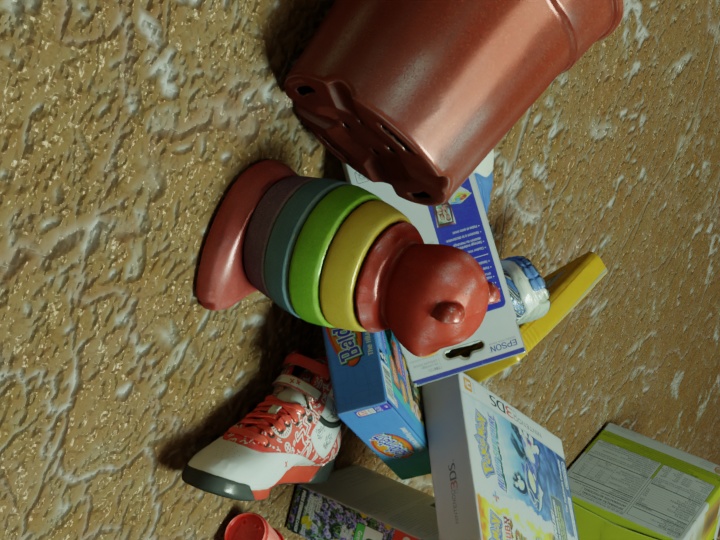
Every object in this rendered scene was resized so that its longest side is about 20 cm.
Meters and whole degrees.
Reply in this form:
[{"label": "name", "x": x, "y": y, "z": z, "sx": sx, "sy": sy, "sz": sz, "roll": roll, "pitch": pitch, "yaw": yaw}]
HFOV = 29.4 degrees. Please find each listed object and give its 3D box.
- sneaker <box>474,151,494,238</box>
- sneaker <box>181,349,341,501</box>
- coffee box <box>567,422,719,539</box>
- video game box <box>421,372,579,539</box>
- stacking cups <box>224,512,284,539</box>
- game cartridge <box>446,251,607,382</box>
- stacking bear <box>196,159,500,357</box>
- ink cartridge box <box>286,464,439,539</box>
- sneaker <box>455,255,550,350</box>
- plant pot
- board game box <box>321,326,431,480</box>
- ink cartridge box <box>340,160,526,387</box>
[{"label": "sneaker", "x": 0.062, "y": -0.038, "z": 1.216, "sx": 0.200, "sy": 0.077, "sz": 0.112, "roll": -37, "pitch": 130, "yaw": -57}, {"label": "sneaker", "x": -0.070, "y": 0.118, "z": 1.097, "sx": 0.201, "sy": 0.067, "sz": 0.108, "roll": 5, "pitch": 101, "yaw": -65}, {"label": "coffee box", "x": 0.398, "y": 0.380, "z": 1.998, "sx": 0.198, "sy": 0.200, "sz": 0.200, "roll": -37, "pitch": 138, "yaw": -47}, {"label": "video game box", "x": 0.127, "y": 0.207, "z": 1.170, "sx": 0.182, "sy": 0.047, "sz": 0.201, "roll": 33, "pitch": 40, "yaw": -43}, {"label": "stacking cups", "x": -0.071, "y": 0.276, "z": 1.213, "sx": 0.061, "sy": 0.060, "sz": 0.200, "roll": -59, "pitch": 150, "yaw": -20}, {"label": "game cartridge", "x": 0.136, "y": 0.065, "z": 1.363, "sx": 0.176, "sy": 0.032, "sz": 0.200, "roll": -34, "pitch": -179, "yaw": 42}, {"label": "stacking bear", "x": 0.000, "y": 0.000, "z": 0.991, "sx": 0.121, "sy": 0.200, "sz": 0.114, "roll": -16, "pitch": 123, "yaw": -57}, {"label": "ink cartridge box", "x": 0.046, "y": 0.241, "z": 1.244, "sx": 0.109, "sy": 0.200, "sz": 0.051, "roll": -6, "pitch": 113, "yaw": -60}, {"label": "sneaker", "x": 0.084, "y": 0.038, "z": 1.253, "sx": 0.085, "sy": 0.077, "sz": 0.200, "roll": -23, "pitch": 175, "yaw": -29}, {"label": "plant pot", "x": 0.057, "y": -0.167, "z": 1.014, "sx": 0.195, "sy": 0.200, "sz": 0.201, "roll": -53, "pitch": 150, "yaw": -12}, {"label": "board game box", "x": 0.016, "y": 0.076, "z": 1.151, "sx": 0.200, "sy": 0.045, "sz": 0.153, "roll": 54, "pitch": 23, "yaw": -61}, {"label": "ink cartridge box", "x": 0.057, "y": -0.016, "z": 1.100, "sx": 0.039, "sy": 0.099, "sz": 0.201, "roll": 148, "pitch": -74, "yaw": -85}]
